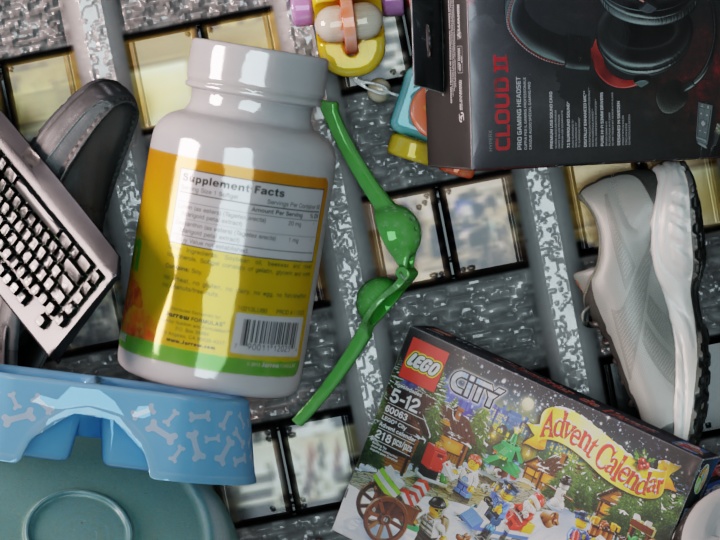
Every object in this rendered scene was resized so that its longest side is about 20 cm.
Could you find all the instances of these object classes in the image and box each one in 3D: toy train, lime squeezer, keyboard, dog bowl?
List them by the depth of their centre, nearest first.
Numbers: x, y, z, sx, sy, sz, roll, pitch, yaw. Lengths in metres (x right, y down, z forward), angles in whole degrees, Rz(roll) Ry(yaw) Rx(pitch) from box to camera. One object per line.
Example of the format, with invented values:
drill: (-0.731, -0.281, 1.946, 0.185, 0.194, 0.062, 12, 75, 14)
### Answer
dog bowl: (-0.156, 0.087, 1.372, 0.199, 0.111, 0.050, 7, 90, -6)
keyboard: (-0.228, -0.021, 1.407, 0.200, 0.021, 0.127, 48, 110, 30)
toy train: (0.044, -0.155, 1.425, 0.150, 0.056, 0.200, -33, 93, 4)
lime squeezer: (0.000, 0.000, 1.448, 0.070, 0.038, 0.201, 5, 96, 1)

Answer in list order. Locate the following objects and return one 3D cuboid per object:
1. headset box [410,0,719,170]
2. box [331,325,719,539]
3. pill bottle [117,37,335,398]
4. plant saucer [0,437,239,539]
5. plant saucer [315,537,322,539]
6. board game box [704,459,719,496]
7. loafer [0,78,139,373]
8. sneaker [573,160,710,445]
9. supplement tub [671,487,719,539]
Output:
headset box: (0.121, -0.135, 1.385, 0.199, 0.075, 0.149, -3, 95, -19)
box: (0.095, 0.133, 1.415, 0.200, 0.038, 0.137, 24, 99, 23)
pill bottle: (-0.075, -0.033, 1.409, 0.111, 0.111, 0.201, 10, 95, 0)
plant saucer: (-0.166, 0.161, 1.397, 0.199, 0.200, 0.027, 12, 135, 0)
plant saucer: (-0.021, 0.275, 1.392, 0.037, 0.200, 0.200, -18, 94, 11)
board game box: (0.162, 0.192, 1.470, 0.199, 0.019, 0.103, -20, 95, 3)
loafer: (-0.180, -0.018, 1.427, 0.070, 0.068, 0.201, 33, 101, 29)
sneaker: (0.171, 0.036, 1.437, 0.079, 0.074, 0.201, -4, 89, 11)
supplement tub: (0.229, 0.230, 1.384, 0.122, 0.123, 0.200, 3, 132, 1)
